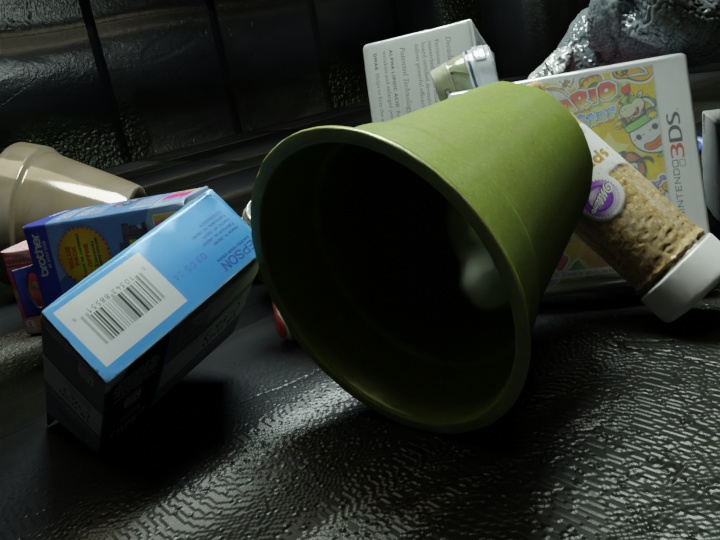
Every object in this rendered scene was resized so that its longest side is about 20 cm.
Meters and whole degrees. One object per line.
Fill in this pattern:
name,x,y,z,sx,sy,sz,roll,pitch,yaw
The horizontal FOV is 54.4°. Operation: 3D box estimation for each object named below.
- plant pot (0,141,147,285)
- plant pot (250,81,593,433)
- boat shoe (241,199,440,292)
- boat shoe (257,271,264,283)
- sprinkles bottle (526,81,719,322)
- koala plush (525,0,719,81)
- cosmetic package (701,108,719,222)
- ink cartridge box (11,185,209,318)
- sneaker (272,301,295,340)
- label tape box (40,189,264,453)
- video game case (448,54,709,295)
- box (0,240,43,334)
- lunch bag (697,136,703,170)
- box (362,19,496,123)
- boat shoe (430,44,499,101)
plant pot,-0.398,-0.071,0.985,0.170,0.204,0.200,6,18,1
plant pot,0.061,-0.034,0.465,0.198,0.203,0.190,5,33,41
boat shoe,-0.015,-0.020,0.584,0.198,0.069,0.075,27,59,14
boat shoe,-0.067,-0.059,0.702,0.069,0.071,0.200,11,-30,-21
sprinkles bottle,0.183,-0.054,0.533,0.200,0.069,0.068,47,44,15
koala plush,0.253,-0.224,0.679,0.174,0.186,0.201,3,-33,-24
cosmetic package,0.452,-0.117,0.698,0.196,0.109,0.090,-8,17,15
ink cartridge box,-0.236,0.005,0.686,0.196,0.139,0.076,-7,14,12
sneaker,0.000,0.000,0.653,0.082,0.079,0.199,29,52,36
label tape box,-0.154,0.053,0.514,0.144,0.063,0.201,-45,-7,-36
video game case,0.180,-0.075,0.592,0.196,0.186,0.023,-6,-7,15
box,-0.284,0.001,0.791,0.196,0.104,0.095,-5,18,16
lunch bag,0.352,-0.139,0.887,0.157,0.077,0.200,-8,18,2
box,0.103,-0.171,0.857,0.128,0.204,0.199,-7,3,18
boat shoe,0.123,-0.124,0.699,0.061,0.202,0.072,-14,33,15
